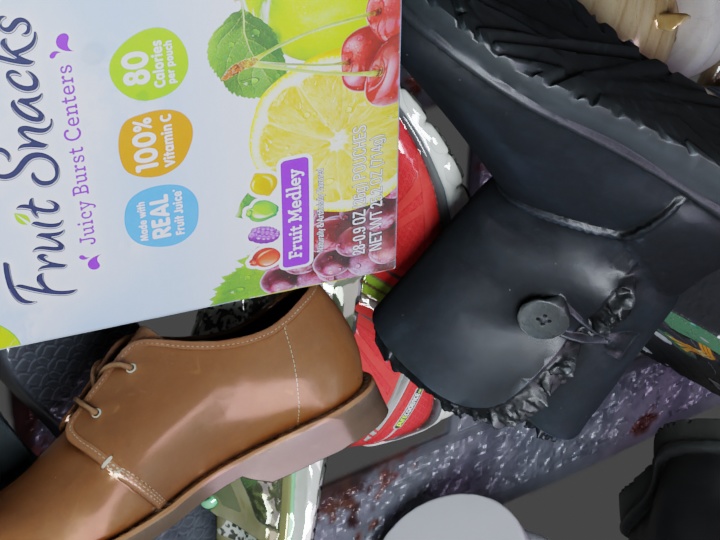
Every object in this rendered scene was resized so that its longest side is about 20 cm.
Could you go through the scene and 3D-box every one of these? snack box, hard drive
[{"bbox_3d":[-0.089,-0.059,0.629,0.200,0.068,0.169,-11,135,-11],"label":"snack box"},{"bbox_3d":[0.178,0.031,0.884,0.038,0.200,0.140,-53,135,-4],"label":"hard drive"}]

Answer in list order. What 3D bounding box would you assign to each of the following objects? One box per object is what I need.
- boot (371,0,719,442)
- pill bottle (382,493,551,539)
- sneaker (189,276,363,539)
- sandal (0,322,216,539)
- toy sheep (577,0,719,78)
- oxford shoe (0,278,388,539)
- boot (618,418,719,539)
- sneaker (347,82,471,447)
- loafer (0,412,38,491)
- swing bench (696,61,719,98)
[{"bbox_3d":[0.051,-0.022,0.717,0.200,0.076,0.168,28,124,-20],"label":"boot"},{"bbox_3d":[0.079,0.205,0.959,0.112,0.112,0.200,-44,134,-14],"label":"pill bottle"},{"bbox_3d":[-0.057,0.060,0.761,0.089,0.077,0.200,9,104,-7],"label":"sneaker"},{"bbox_3d":[-0.099,0.074,0.787,0.076,0.043,0.200,-41,125,-26],"label":"sandal"},{"bbox_3d":[0.117,-0.141,0.789,0.200,0.138,0.138,-74,153,-44],"label":"toy sheep"},{"bbox_3d":[-0.089,0.063,0.667,0.200,0.071,0.071,-27,105,-25],"label":"oxford shoe"},{"bbox_3d":[0.175,0.166,0.875,0.211,0.079,0.158,95,-2,-68],"label":"boot"},{"bbox_3d":[0.000,0.000,0.805,0.085,0.077,0.200,-21,124,-21],"label":"sneaker"},{"bbox_3d":[-0.147,0.100,0.728,0.073,0.072,0.200,-33,132,-15],"label":"loafer"},{"bbox_3d":[0.230,-0.082,0.867,0.200,0.199,0.130,-54,136,-4],"label":"swing bench"}]
